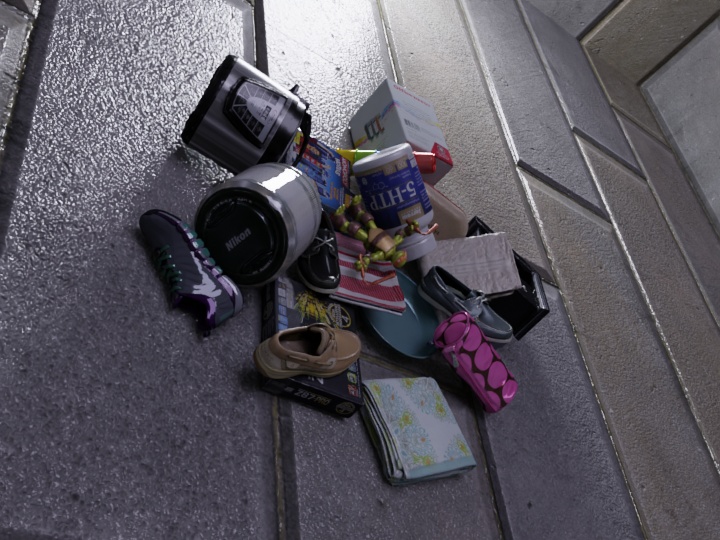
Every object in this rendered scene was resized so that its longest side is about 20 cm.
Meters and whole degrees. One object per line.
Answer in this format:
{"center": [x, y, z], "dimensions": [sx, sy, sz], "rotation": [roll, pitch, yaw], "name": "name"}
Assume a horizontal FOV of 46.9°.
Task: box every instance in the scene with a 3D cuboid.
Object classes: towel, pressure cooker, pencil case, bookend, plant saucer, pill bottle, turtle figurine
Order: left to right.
{"center": [-0.183, -0.247, 1.414], "dimensions": [0.199, 0.176, 0.180], "rotation": [32, 32, -15], "name": "pressure cooker"}
{"center": [0.000, 0.000, 1.451], "dimensions": [0.142, 0.023, 0.201], "rotation": [15, 30, -17], "name": "towel"}
{"center": [0.034, -0.060, 1.471], "dimensions": [0.161, 0.065, 0.200], "rotation": [43, 59, 13], "name": "turtle figurine"}
{"center": [0.062, 0.079, 1.496], "dimensions": [0.199, 0.036, 0.202], "rotation": [29, 37, -25], "name": "plant saucer"}
{"center": [0.071, -0.125, 1.564], "dimensions": [0.120, 0.118, 0.202], "rotation": [-41, 113, -57], "name": "pill bottle"}
{"center": [0.090, 0.253, 1.341], "dimensions": [0.198, 0.048, 0.173], "rotation": [6, 52, -46], "name": "towel"}
{"center": [0.210, -0.004, 1.628], "dimensions": [0.197, 0.035, 0.134], "rotation": [-6, 64, -8], "name": "towel"}
{"center": [0.207, 0.172, 1.487], "dimensions": [0.200, 0.090, 0.094], "rotation": [49, 25, -27], "name": "pencil case"}
{"center": [0.283, 0.011, 1.727], "dimensions": [0.200, 0.092, 0.199], "rotation": [41, 20, -10], "name": "bookend"}

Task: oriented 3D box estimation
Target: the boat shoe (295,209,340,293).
{"center": [-0.070, -0.035, 1.387], "dimensions": [0.071, 0.068, 0.201], "rotation": [5, 35, -13], "name": "boat shoe"}

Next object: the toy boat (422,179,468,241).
{"center": [0.117, -0.111, 1.702], "dimensions": [0.199, 0.131, 0.131], "rotation": [36, 5, -18], "name": "toy boat"}

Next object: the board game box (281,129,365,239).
{"center": [-0.075, -0.152, 1.554], "dimensions": [0.199, 0.062, 0.202], "rotation": [32, 37, -25], "name": "board game box"}

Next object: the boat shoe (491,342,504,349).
{"center": [0.213, 0.105, 1.608], "dimensions": [0.201, 0.074, 0.087], "rotation": [6, 51, -49], "name": "boat shoe"}

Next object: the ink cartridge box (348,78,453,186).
{"center": [0.083, -0.275, 1.782], "dimensions": [0.144, 0.145, 0.202], "rotation": [20, 42, -35], "name": "ink cartridge box"}

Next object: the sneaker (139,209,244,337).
{"center": [-0.257, 0.001, 1.186], "dimensions": [0.200, 0.074, 0.088], "rotation": [45, 44, 1], "name": "sneaker"}

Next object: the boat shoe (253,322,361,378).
{"center": [-0.062, 0.113, 1.208], "dimensions": [0.199, 0.065, 0.072], "rotation": [-6, 59, -49], "name": "boat shoe"}

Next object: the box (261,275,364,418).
{"center": [-0.077, 0.116, 1.290], "dimensions": [0.160, 0.049, 0.202], "rotation": [24, 39, -27], "name": "box"}

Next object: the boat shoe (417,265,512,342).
{"center": [0.200, 0.062, 1.530], "dimensions": [0.199, 0.062, 0.073], "rotation": [33, 30, 13], "name": "boat shoe"}

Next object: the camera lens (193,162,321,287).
{"center": [-0.153, -0.076, 1.278], "dimensions": [0.160, 0.160, 0.200], "rotation": [45, 22, -4], "name": "camera lens"}

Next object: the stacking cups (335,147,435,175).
{"center": [0.049, -0.215, 1.646], "dimensions": [0.060, 0.197, 0.061], "rotation": [1, 90, -75], "name": "stacking cups"}
